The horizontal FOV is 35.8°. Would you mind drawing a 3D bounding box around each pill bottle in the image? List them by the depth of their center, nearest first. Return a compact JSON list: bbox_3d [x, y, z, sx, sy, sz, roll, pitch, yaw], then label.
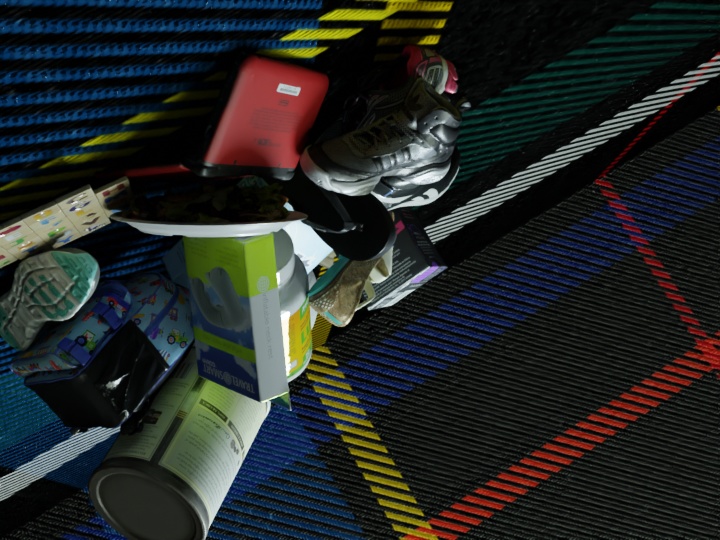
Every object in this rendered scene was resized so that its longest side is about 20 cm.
[{"bbox_3d":[-0.114,0.039,1.328,0.110,0.111,0.202,-28,146,-21],"label":"pill bottle"}]

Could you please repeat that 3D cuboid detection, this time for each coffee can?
[{"bbox_3d":[-0.206,0.204,1.304,0.146,0.146,0.201,-39,-163,42],"label":"coffee can"}]

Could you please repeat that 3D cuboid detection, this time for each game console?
[{"bbox_3d":[-0.142,-0.145,1.107,0.175,0.118,0.200,-66,163,12],"label":"game console"}]

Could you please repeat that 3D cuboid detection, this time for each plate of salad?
[{"bbox_3d":[-0.151,-0.064,1.116,0.196,0.049,0.200,1,-172,0],"label":"plate of salad"}]

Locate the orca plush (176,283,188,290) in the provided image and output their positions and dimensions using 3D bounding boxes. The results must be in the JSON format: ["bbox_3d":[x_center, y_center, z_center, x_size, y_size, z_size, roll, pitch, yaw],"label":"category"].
[{"bbox_3d":[-0.196,-0.014,1.441,0.104,0.071,0.202,-4,129,-37],"label":"orca plush"}]

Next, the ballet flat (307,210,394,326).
[{"bbox_3d":[0.000,0.000,1.353,0.070,0.066,0.200,-25,-161,43],"label":"ballet flat"}]

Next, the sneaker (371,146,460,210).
[{"bbox_3d":[0.077,-0.129,1.370,0.199,0.074,0.112,-28,174,-38],"label":"sneaker"}]

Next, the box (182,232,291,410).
[{"bbox_3d":[-0.135,0.051,1.209,0.047,0.204,0.121,-19,-157,-39],"label":"box"}]

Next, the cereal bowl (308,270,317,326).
[{"bbox_3d":[-0.161,0.038,1.524,0.198,0.202,0.083,-32,151,4],"label":"cereal bowl"}]

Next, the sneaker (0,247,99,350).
[{"bbox_3d":[-0.325,0.013,1.193,0.199,0.078,0.091,-26,-167,46],"label":"sneaker"}]

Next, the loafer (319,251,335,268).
[{"bbox_3d":[-0.085,-0.057,1.643,0.068,0.075,0.200,-68,162,-4],"label":"loafer"}]

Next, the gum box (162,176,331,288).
[{"bbox_3d":[-0.115,-0.039,1.369,0.200,0.045,0.169,-42,143,14],"label":"gum box"}]

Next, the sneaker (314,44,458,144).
[{"bbox_3d":[0.015,-0.188,1.273,0.199,0.082,0.074,-38,142,27],"label":"sneaker"}]

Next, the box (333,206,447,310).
[{"bbox_3d":[0.015,-0.060,1.518,0.105,0.202,0.122,-33,171,14],"label":"box"}]

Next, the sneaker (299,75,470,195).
[{"bbox_3d":[0.031,-0.148,1.191,0.198,0.076,0.115,-9,141,-37],"label":"sneaker"}]

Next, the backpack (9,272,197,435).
[{"bbox_3d":[-0.276,0.077,1.281,0.181,0.135,0.201,-9,-144,52],"label":"backpack"}]

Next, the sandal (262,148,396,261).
[{"bbox_3d":[-0.048,-0.076,1.223,0.043,0.199,0.077,-19,141,-58],"label":"sandal"}]

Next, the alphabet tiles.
[{"bbox_3d":[-0.295,-0.042,1.073,0.164,0.006,0.200,-26,177,-10],"label":"alphabet tiles"}]

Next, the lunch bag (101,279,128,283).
[{"bbox_3d":[-0.284,0.119,1.462,0.093,0.202,0.150,-32,172,14],"label":"lunch bag"}]
